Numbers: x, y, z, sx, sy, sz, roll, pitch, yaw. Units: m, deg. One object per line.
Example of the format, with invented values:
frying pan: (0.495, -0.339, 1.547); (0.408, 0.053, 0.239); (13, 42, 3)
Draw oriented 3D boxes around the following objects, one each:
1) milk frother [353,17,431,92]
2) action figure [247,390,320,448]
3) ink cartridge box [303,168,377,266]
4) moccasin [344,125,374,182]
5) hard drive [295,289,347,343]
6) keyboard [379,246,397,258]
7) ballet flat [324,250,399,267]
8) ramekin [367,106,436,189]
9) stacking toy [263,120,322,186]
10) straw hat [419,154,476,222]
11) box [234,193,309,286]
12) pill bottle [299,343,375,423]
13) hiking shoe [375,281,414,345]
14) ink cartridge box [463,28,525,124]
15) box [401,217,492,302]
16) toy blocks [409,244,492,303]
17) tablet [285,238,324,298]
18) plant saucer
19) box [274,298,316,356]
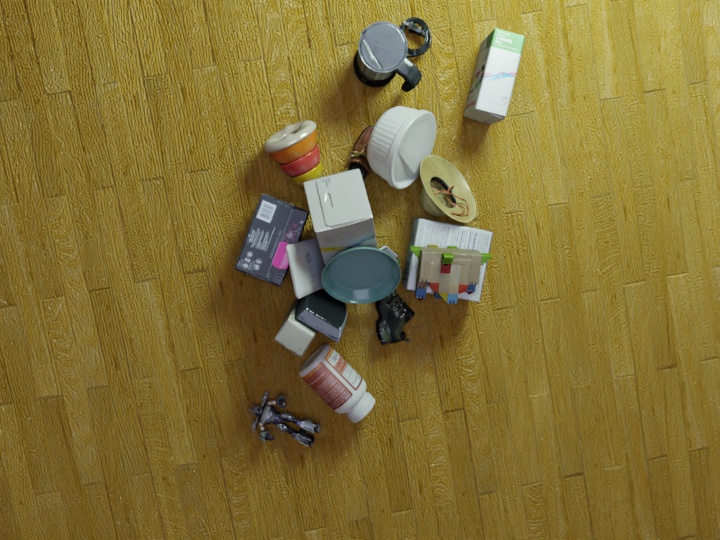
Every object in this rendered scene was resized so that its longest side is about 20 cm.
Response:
milk frother: (0.087, -0.557, 1.617); (0.178, 0.188, 0.202); (18, 94, -6)
action figure: (-0.207, 0.398, 1.744); (0.198, 0.069, 0.131); (22, 98, -3)
ink cartridge box: (-0.045, -0.121, 1.618); (0.143, 0.201, 0.149); (-15, 63, -2)
moccasin: (-0.002, -0.275, 1.691); (0.073, 0.078, 0.203); (28, 93, -6)
hard drive: (-0.093, 0.102, 1.656); (0.134, 0.200, 0.043); (31, 105, -7)
keyboard: (0.000, 0.000, 1.679); (0.199, 0.011, 0.056); (-31, 134, 20)
ballet flat: (0.005, -0.019, 1.718); (0.197, 0.072, 0.069); (-2, 100, -4)
ramekin: (0.098, -0.313, 1.642); (0.094, 0.202, 0.204); (28, 93, 24)
stacking toy: (-0.145, -0.265, 1.676); (0.145, 0.146, 0.202); (-26, 116, -2)
straw hat: (0.202, -0.191, 1.707); (0.201, 0.201, 0.085); (46, 133, -7)
box: (-0.224, -0.079, 1.675); (0.131, 0.115, 0.202); (21, 92, -5)
pill bottle: (-0.058, 0.299, 1.723); (0.112, 0.112, 0.200); (-43, 97, 1)
hiking shoe: (0.092, 0.096, 1.744); (0.099, 0.076, 0.203); (-3, 104, -13)
ink cartridge box: (0.335, -0.485, 1.664); (0.083, 0.145, 0.203); (13, 95, -5)
box: (0.224, -0.030, 1.718); (0.197, 0.105, 0.187); (10, 95, -5)
toy blocks: (0.216, 0.018, 1.632); (0.197, 0.100, 0.139); (3, 107, -4)
tablet: (-0.131, -0.009, 1.649); (0.013, 0.200, 0.132); (-10, 95, 18)
plant saucer: (0.001, 0.005, 1.634); (0.197, 0.036, 0.201); (-3, 136, -2)
box: (-0.152, 0.133, 1.653); (0.082, 0.200, 0.069); (33, 104, -8)
